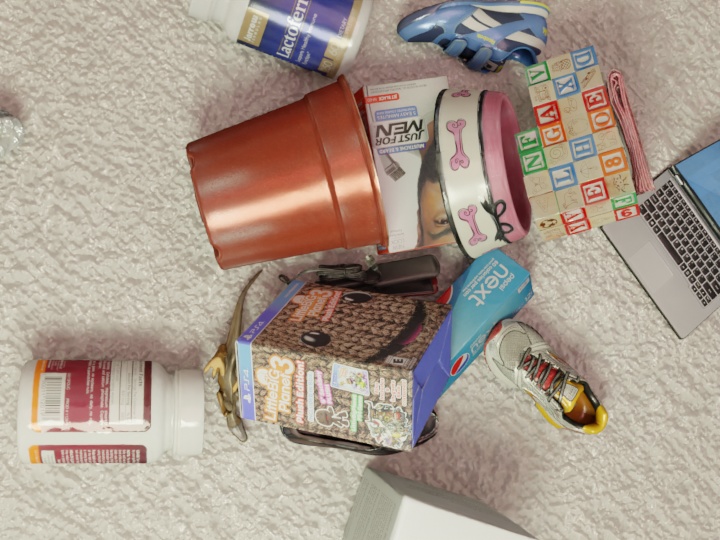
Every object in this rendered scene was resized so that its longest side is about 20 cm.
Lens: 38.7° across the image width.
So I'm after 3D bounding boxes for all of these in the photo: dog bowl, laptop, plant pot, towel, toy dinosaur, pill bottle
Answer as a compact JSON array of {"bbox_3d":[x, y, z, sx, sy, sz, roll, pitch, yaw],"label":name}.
[{"bbox_3d":[0.147,-0.118,1.193,0.073,0.200,0.203,-9,91,19],"label":"dog bowl"},{"bbox_3d":[0.449,-0.046,1.300,0.199,0.116,0.188,-39,95,-10],"label":"laptop"},{"bbox_3d":[-0.086,-0.098,1.163,0.193,0.201,0.203,-16,92,-4],"label":"plant pot"},{"bbox_3d":[0.322,-0.166,1.243,0.022,0.200,0.146,-16,93,14],"label":"towel"},{"bbox_3d":[-0.150,0.101,1.192,0.060,0.106,0.203,6,94,-7],"label":"toy dinosaur"},{"bbox_3d":[-0.093,-0.309,1.197,0.198,0.116,0.117,19,85,-10],"label":"pill bottle"},{"bbox_3d":[-0.276,0.158,1.148,0.197,0.114,0.116,2,88,-12],"label":"pill bottle"}]

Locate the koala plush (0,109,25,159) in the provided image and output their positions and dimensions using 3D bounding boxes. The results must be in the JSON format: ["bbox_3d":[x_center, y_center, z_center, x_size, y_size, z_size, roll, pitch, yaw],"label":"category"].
[{"bbox_3d":[-0.485,-0.149,1.109,0.177,0.184,0.200,39,60,4],"label":"koala plush"}]

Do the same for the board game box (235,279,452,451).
[{"bbox_3d":[-0.014,0.099,1.129,0.197,0.160,0.098,8,117,18],"label":"board game box"}]

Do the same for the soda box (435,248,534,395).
[{"bbox_3d":[0.120,0.068,1.244,0.200,0.064,0.068,-46,62,-10],"label":"soda box"}]

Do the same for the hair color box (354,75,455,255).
[{"bbox_3d":[0.063,-0.127,1.250,0.109,0.064,0.203,-10,92,-12],"label":"hair color box"}]

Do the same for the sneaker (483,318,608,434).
[{"bbox_3d":[0.232,0.129,1.250,0.200,0.082,0.078,39,80,-22],"label":"sneaker"}]

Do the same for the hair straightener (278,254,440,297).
[{"bbox_3d":[0.000,0.000,1.233,0.197,0.077,0.041,-1,52,-5],"label":"hair straightener"}]

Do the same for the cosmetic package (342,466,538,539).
[{"bbox_3d":[0.075,0.340,1.171,0.165,0.200,0.169,20,86,-10],"label":"cosmetic package"}]

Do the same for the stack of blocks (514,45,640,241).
[{"bbox_3d":[0.240,-0.147,1.184,0.114,0.059,0.202,-15,63,15],"label":"stack of blocks"}]

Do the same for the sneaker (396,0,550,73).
[{"bbox_3d":[0.143,-0.287,1.266,0.197,0.074,0.083,-3,91,-10],"label":"sneaker"}]

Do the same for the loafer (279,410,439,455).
[{"bbox_3d":[0.003,0.189,1.229,0.197,0.063,0.073,2,88,-11],"label":"loafer"}]
